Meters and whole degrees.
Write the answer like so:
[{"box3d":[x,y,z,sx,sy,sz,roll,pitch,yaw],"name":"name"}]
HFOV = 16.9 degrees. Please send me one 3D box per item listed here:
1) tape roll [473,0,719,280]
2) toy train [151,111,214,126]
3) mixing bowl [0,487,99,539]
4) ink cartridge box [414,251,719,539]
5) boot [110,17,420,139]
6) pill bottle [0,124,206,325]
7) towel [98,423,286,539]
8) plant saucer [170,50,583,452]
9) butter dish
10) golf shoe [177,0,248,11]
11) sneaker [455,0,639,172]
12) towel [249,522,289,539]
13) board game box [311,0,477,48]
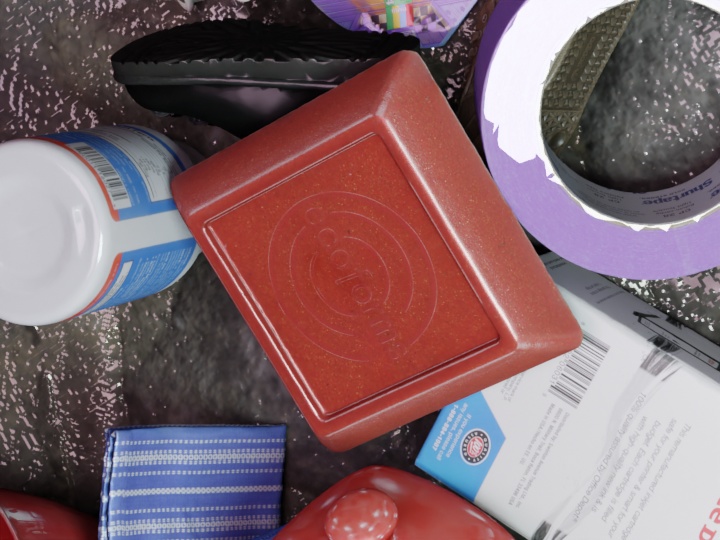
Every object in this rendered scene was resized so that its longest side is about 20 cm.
[{"box3d":[0.166,-0.099,1.394,0.199,0.066,0.201,0,109,0],"name":"tape roll"},{"box3d":[-0.052,-0.104,1.537,0.199,0.034,0.046,14,98,19],"name":"toy train"},{"box3d":[-0.205,0.232,1.579,0.200,0.108,0.201,6,97,56],"name":"mixing bowl"},{"box3d":[0.157,0.102,1.453,0.200,0.084,0.146,32,107,15],"name":"ink cartridge box"},{"box3d":[-0.052,-0.065,1.482,0.210,0.079,0.159,7,115,23],"name":"boot"},{"box3d":[-0.162,-0.033,1.499,0.112,0.200,0.113,2,97,21],"name":"pill bottle"},{"box3d":[-0.106,0.198,1.531,0.024,0.144,0.201,3,90,49],"name":"towel"},{"box3d":[0.000,0.000,1.417,0.199,0.037,0.200,-26,100,33],"name":"plant saucer"},{"box3d":[0.014,0.189,1.424,0.200,0.199,0.148,26,147,38],"name":"butter dish"},{"box3d":[-0.059,-0.218,1.496,0.199,0.077,0.088,-4,118,44],"name":"golf shoe"},{"box3d":[0.098,-0.124,1.470,0.076,0.070,0.200,45,111,34],"name":"sneaker"},{"box3d":[-0.049,0.268,1.525,0.024,0.146,0.201,-3,107,62],"name":"towel"},{"box3d":[0.026,-0.239,1.486,0.158,0.039,0.200,42,109,12],"name":"board game box"}]
